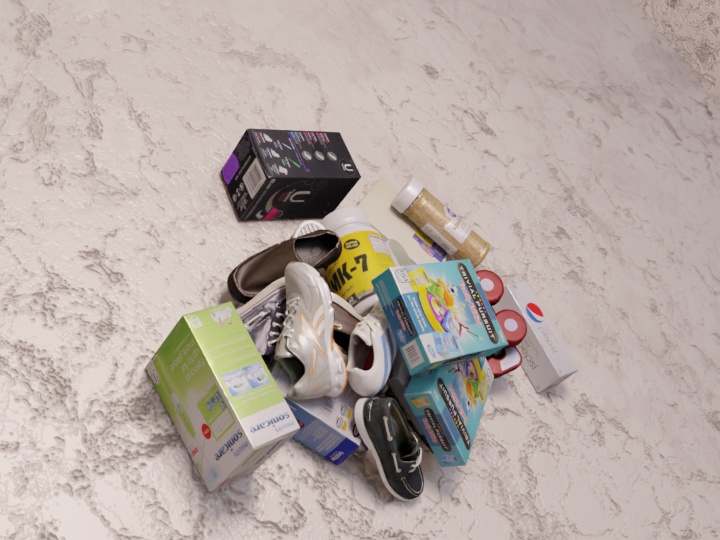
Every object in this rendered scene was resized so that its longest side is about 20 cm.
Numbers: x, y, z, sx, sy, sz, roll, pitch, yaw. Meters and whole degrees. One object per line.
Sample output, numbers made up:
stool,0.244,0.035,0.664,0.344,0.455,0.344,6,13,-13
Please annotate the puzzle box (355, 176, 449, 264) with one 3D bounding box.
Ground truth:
puzzle box,0.083,-0.076,1.710,0.200,0.025,0.133,42,41,-3

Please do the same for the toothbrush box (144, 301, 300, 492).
toothbrush box,-0.188,0.169,1.210,0.086,0.146,0.201,-18,70,-44

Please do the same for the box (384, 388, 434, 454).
box,0.094,0.193,1.496,0.200,0.035,0.110,50,42,7

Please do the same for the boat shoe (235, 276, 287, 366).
boat shoe,-0.135,0.087,1.326,0.199,0.075,0.093,-33,60,-18

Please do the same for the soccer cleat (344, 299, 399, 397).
soccer cleat,0.029,0.088,1.341,0.086,0.069,0.202,48,50,-40

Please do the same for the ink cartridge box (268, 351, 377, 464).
ink cartridge box,-0.054,0.192,1.349,0.199,0.076,0.137,33,43,-10

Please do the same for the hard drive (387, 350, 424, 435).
hard drive,0.103,0.142,1.448,0.132,0.026,0.201,59,36,-32

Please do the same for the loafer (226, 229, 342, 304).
loafer,-0.114,-0.017,1.381,0.199,0.071,0.073,-29,82,-20

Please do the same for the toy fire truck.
toy fire truck,0.189,0.105,1.604,0.166,0.112,0.201,-21,69,-20

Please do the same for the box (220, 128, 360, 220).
box,-0.119,-0.163,1.549,0.198,0.122,0.107,-6,60,-40

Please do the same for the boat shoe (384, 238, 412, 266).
boat shoe,0.072,0.046,1.572,0.070,0.071,0.202,2,60,-54

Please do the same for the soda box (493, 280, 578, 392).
soda box,0.324,0.123,1.707,0.063,0.068,0.201,-11,65,-42

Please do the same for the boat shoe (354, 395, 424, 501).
boat shoe,0.057,0.266,1.328,0.201,0.060,0.076,59,34,-33

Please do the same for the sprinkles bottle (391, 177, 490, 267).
sprinkles bottle,0.152,-0.086,1.704,0.200,0.068,0.068,41,42,-5

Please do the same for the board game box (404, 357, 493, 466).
board game box,0.145,0.180,1.421,0.152,0.046,0.201,63,34,-27

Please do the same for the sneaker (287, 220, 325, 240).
sneaker,-0.113,0.019,1.450,0.078,0.079,0.201,30,68,-5

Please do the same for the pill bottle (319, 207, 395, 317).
pill bottle,0.000,0.000,1.513,0.113,0.115,0.201,3,49,-36

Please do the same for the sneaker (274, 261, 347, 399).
sneaker,-0.085,0.086,1.278,0.091,0.076,0.202,-10,80,-32

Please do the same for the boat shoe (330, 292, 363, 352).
boat shoe,-0.006,0.105,1.406,0.199,0.071,0.060,37,58,-28

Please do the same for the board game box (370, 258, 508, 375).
board game box,0.122,0.064,1.358,0.199,0.047,0.152,-6,68,-47
